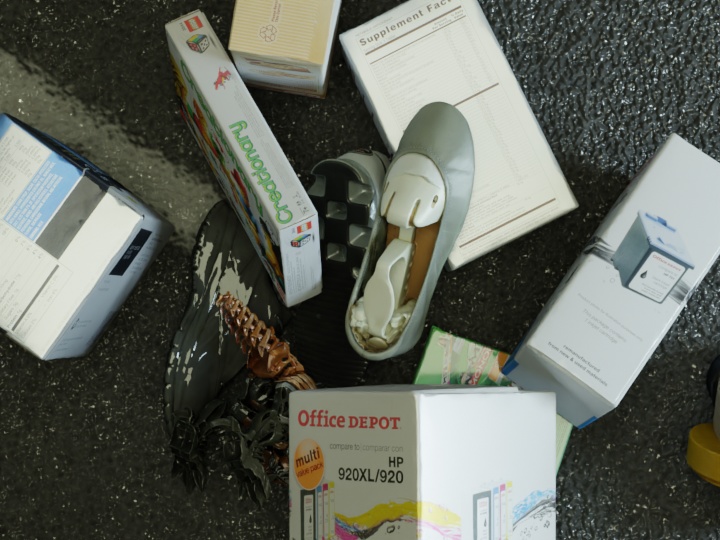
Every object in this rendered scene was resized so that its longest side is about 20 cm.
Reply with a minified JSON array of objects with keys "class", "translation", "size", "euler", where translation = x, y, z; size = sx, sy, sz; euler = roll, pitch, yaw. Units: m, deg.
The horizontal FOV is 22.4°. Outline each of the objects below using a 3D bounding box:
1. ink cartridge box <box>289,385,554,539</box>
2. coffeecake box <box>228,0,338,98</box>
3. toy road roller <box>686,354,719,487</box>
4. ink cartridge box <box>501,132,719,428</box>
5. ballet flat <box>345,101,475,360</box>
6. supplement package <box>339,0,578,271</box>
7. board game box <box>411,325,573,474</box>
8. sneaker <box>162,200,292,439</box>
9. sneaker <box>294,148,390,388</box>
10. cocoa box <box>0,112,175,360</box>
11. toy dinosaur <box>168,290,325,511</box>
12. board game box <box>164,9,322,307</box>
[{"class":"ink cartridge box","translation":[0.044,0.186,1.343],"size":[0.144,0.147,0.201],"euler":[2,86,-42]},{"class":"coffeecake box","translation":[-0.049,-0.222,1.387],"size":[0.073,0.200,0.155],"euler":[9,88,0]},{"class":"toy road roller","translation":[0.355,0.149,1.424],"size":[0.199,0.123,0.147],"euler":[6,103,0]},{"class":"ink cartridge box","translation":[0.203,0.012,1.393],"size":[0.086,0.146,0.201],"euler":[34,78,3]},{"class":"ballet flat","translation":[0.036,-0.025,1.349],"size":[0.067,0.064,0.201],"euler":[21,109,21]},{"class":"supplement package","translation":[0.075,-0.113,1.429],"size":[0.113,0.110,0.201],"euler":[-26,89,0]},{"class":"board game box","translation":[0.088,0.161,1.463],"size":[0.134,0.029,0.201],"euler":[19,89,1]},{"class":"sneaker","translation":[-0.104,0.050,1.445],"size":[0.090,0.076,0.201],"euler":[15,90,-4]},{"class":"sneaker","translation":[0.000,0.000,1.448],"size":[0.074,0.088,0.201],"euler":[17,114,24]},{"class":"cocoa box","translation":[-0.238,-0.023,1.380],"size":[0.131,0.200,0.134],"euler":[35,89,1]},{"class":"toy dinosaur","translation":[-0.077,0.114,1.415],"size":[0.136,0.102,0.201],"euler":[-37,97,-38]},{"class":"board game box","translation":[-0.088,-0.084,1.386],"size":[0.034,0.126,0.201],"euler":[-25,65,-12]}]
